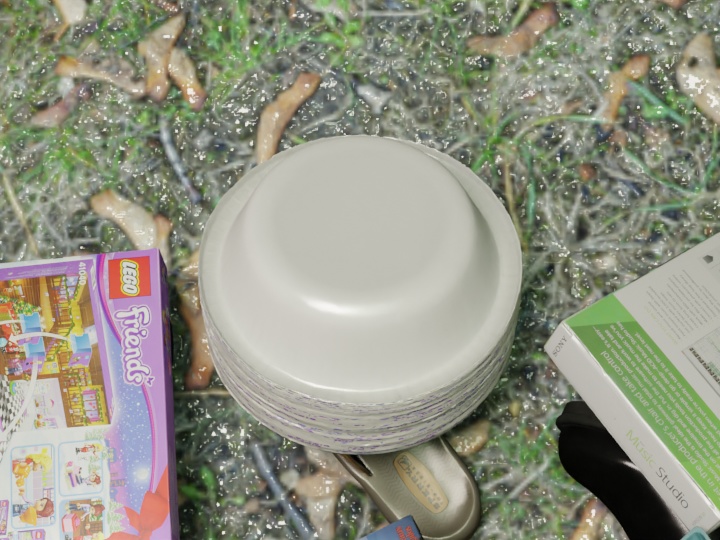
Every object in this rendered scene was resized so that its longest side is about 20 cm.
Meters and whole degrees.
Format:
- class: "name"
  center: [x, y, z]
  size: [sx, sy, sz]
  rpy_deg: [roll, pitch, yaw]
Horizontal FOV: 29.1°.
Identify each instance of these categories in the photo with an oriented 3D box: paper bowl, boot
- class: "paper bowl"
  center: [0.000, 0.000, 0.843]
  size: [0.197, 0.105, 0.203]
  rpy_deg: [0, 54, 1]
- class: "boot"
  center: [0.173, 0.190, 0.823]
  size: [0.210, 0.080, 0.158]
  rpy_deg: [34, 76, 19]

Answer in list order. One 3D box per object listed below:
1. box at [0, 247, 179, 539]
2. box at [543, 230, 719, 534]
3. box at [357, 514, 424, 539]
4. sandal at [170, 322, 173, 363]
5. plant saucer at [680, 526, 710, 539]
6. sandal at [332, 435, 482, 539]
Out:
- class: "box"
  center: [-0.181, 0.092, 0.836]
  size: [0.135, 0.039, 0.203]
  rpy_deg: [-5, 69, -1]
- class: "box"
  center: [0.226, 0.055, 0.839]
  size: [0.198, 0.036, 0.145]
  rpy_deg: [-24, 67, -33]
- class: "box"
  center: [0.009, 0.256, 0.763]
  size: [0.135, 0.038, 0.202]
  rpy_deg: [-25, 62, -2]
- class: "sandal"
  center: [-0.162, 0.090, 0.888]
  size: [0.074, 0.048, 0.204]
  rpy_deg: [2, 77, 2]
- class: "plant saucer"
  center: [0.137, 0.232, 0.764]
  size: [0.200, 0.019, 0.070]
  rpy_deg: [-48, 47, 17]
- class: "sandal"
  center: [0.000, 0.096, 0.878]
  size: [0.081, 0.055, 0.200]
  rpy_deg: [-39, 79, -7]
